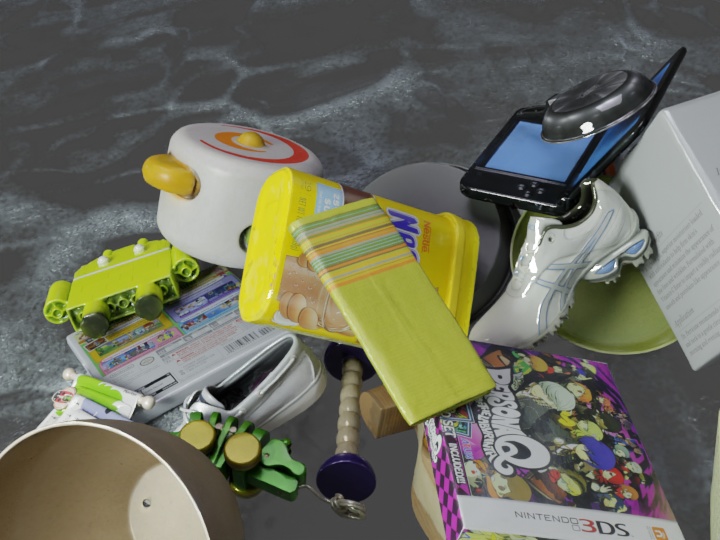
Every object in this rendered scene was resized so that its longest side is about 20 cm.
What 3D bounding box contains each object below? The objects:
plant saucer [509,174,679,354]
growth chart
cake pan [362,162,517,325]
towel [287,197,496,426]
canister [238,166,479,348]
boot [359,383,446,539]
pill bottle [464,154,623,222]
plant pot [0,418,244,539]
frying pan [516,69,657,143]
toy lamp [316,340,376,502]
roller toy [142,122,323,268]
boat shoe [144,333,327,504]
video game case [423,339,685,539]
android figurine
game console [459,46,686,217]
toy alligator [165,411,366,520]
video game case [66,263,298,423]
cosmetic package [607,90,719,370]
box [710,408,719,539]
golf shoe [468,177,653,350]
[{"bbox_3d":[0.249,-0.004,0.893,0.200,0.031,0.200,-1,63,3],"label":"plant saucer"},{"bbox_3d":[-0.277,0.179,0.825,0.145,0.018,0.200,7,46,27],"label":"growth chart"},{"bbox_3d":[0.065,-0.029,0.938,0.200,0.037,0.201,-6,70,16],"label":"cake pan"},{"bbox_3d":[0.022,0.028,0.713,0.086,0.018,0.200,-18,62,-27],"label":"towel"},{"bbox_3d":[0.000,0.000,0.815,0.200,0.149,0.087,15,-14,-27],"label":"canister"},{"bbox_3d":[0.103,0.151,0.741,0.144,0.071,0.201,-11,44,-26],"label":"boot"},{"bbox_3d":[0.193,-0.076,1.003,0.200,0.114,0.114,-6,34,6],"label":"pill bottle"},{"bbox_3d":[-0.166,0.201,0.657,0.200,0.201,0.134,2,1,18],"label":"plant pot"},{"bbox_3d":[0.219,-0.170,0.871,0.115,0.031,0.190,-28,21,8],"label":"frying pan"},{"bbox_3d":[-0.010,0.119,0.822,0.058,0.058,0.200,-7,33,6],"label":"toy lamp"},{"bbox_3d":[-0.143,-0.097,1.052,0.200,0.140,0.182,15,21,2],"label":"roller toy"},{"bbox_3d":[-0.124,0.130,0.796,0.200,0.069,0.072,-32,33,-2],"label":"boat shoe"},{"bbox_3d":[0.139,0.139,0.698,0.181,0.036,0.200,11,36,-14],"label":"video game case"},{"bbox_3d":[-0.276,0.012,1.041,0.182,0.041,0.200,-18,26,-3],"label":"android figurine"},{"bbox_3d":[0.214,-0.151,0.896,0.176,0.117,0.200,15,39,24],"label":"game console"},{"bbox_3d":[-0.084,0.154,0.736,0.200,0.059,0.054,14,49,9],"label":"toy alligator"},{"bbox_3d":[-0.197,0.074,0.970,0.200,0.022,0.182,-28,38,-23],"label":"video game case"},{"bbox_3d":[0.352,-0.046,0.800,0.165,0.165,0.200,-18,71,-12],"label":"cosmetic package"},{"bbox_3d":[0.325,0.198,0.581,0.176,0.097,0.200,3,37,19],"label":"box"},{"bbox_3d":[0.163,-0.003,0.811,0.200,0.097,0.078,-40,22,-5],"label":"golf shoe"}]
